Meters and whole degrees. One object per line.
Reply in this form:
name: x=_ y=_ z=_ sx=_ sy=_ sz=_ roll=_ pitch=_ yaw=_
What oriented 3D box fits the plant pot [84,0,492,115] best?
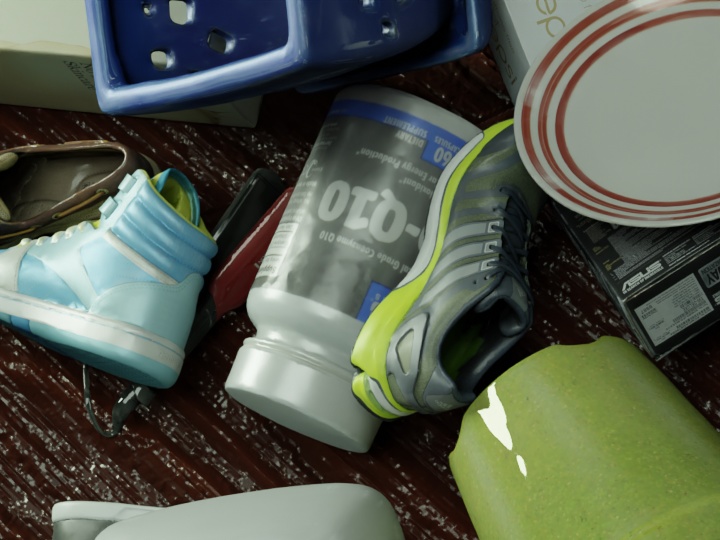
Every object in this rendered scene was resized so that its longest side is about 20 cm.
plant pot: x=-0.039 y=-0.200 z=1.414 sx=0.200 sy=0.179 sz=0.201 roll=-9 pitch=87 yaw=50

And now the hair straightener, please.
hair straightener: x=-0.111 y=0.018 z=1.530 sx=0.200 sy=0.041 sz=0.077 roll=-54 pitch=46 yaw=0

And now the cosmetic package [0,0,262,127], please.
cosmetic package: x=-0.167 y=-0.151 z=1.566 sx=0.199 sy=0.104 sz=0.073 roll=7 pitch=74 yaw=21

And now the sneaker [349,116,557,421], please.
sneaker: x=0.074 y=0.002 z=1.386 sx=0.081 sy=0.074 sz=0.201 roll=9 pitch=68 yaw=49

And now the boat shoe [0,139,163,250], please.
boat shoe: x=-0.230 y=-0.052 z=1.565 sx=0.199 sy=0.072 sz=0.072 roll=-4 pitch=69 yaw=16

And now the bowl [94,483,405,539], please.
bowl: x=-0.062 y=0.231 z=1.367 sx=0.199 sy=0.075 sz=0.201 roll=-10 pitch=94 yaw=10

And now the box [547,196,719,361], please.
box: x=0.217 y=-0.054 z=1.397 sx=0.200 sy=0.050 sz=0.158 roll=-33 pitch=31 yaw=3

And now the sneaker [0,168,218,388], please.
sneaker: x=-0.168 y=-0.012 z=1.511 sx=0.200 sy=0.080 sz=0.131 roll=19 pitch=80 yaw=33

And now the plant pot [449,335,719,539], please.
plant pot: x=0.144 y=0.143 z=1.326 sx=0.200 sy=0.200 sz=0.184 roll=-34 pitch=54 yaw=3

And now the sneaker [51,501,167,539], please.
sneaker: x=-0.097 y=0.194 z=1.441 sx=0.199 sy=0.071 sz=0.100 roll=0 pitch=75 yaw=21

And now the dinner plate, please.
dinner plate: x=0.186 y=-0.095 z=1.375 sx=0.199 sy=0.024 sz=0.201 roll=-10 pitch=47 yaw=11

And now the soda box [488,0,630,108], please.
soda box: x=0.106 y=-0.176 z=1.470 sx=0.068 sy=0.064 sz=0.201 roll=-20 pitch=82 yaw=-13

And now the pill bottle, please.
pill bottle: x=0.000 y=0.000 z=1.451 sx=0.113 sy=0.114 sz=0.201 roll=18 pitch=77 yaw=22
